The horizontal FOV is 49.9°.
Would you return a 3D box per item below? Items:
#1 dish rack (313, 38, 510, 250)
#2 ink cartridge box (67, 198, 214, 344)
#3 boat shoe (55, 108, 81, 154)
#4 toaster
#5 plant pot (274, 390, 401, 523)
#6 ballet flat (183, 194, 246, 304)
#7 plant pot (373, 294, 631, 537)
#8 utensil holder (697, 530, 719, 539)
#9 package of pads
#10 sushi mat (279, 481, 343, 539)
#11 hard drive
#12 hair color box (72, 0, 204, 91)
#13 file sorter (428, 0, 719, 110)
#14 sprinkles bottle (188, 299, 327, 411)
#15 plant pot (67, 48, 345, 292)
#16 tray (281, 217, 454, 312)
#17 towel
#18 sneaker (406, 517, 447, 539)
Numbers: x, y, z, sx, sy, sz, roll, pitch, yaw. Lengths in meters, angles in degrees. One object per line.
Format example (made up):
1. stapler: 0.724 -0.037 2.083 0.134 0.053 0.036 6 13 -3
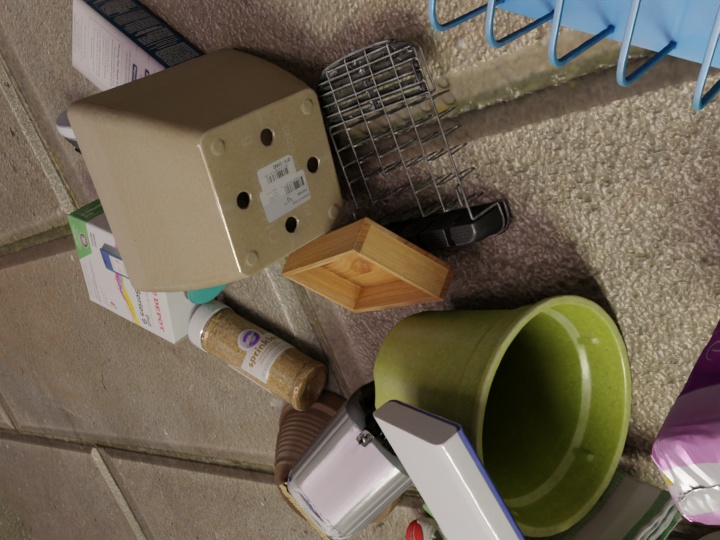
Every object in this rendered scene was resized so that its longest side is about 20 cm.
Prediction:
1. dish rack: 0.039 -0.109 0.719 0.152 0.054 0.202 -8 109 45
2. ink cartridge box: -0.305 -0.006 1.088 0.198 0.087 0.147 20 129 31
3. boat shoe: -0.325 -0.166 1.018 0.198 0.070 0.067 15 144 33
4. toaster: 0.006 0.203 0.838 0.114 0.200 0.129 44 105 10
5. plant pot: -0.050 0.268 1.029 0.199 0.092 0.203 25 132 31
6. ballet flat: -0.187 -0.036 0.987 0.201 0.067 0.064 -58 47 46
7. plant pot: 0.113 0.114 0.714 0.183 0.199 0.203 7 122 53
8. utensil holder: 0.340 0.351 0.659 0.168 0.169 0.203 14 125 36
9. package of pads: 0.280 0.072 0.501 0.076 0.200 0.120 54 143 -9
10. sushi mat: -0.061 0.285 0.910 0.096 0.012 0.200 46 164 6
11. hard drive: 0.090 0.200 0.611 0.202 0.025 0.132 60 163 -10
12. hair color box: -0.249 -0.233 0.899 0.199 0.060 0.101 40 138 16
13. file sorter: 0.155 -0.204 0.491 0.198 0.122 0.140 27 132 29
14. sprinkles bottle: -0.137 0.109 1.022 0.198 0.068 0.069 27 133 28
15. plant pot: -0.130 -0.095 0.758 0.176 0.199 0.203 12 125 46
16. tray: 0.000 0.000 0.767 0.098 0.037 0.199 28 164 -19
17. towel: 0.170 0.215 0.713 0.199 0.148 0.031 20 134 49
18. sneaker: 0.114 0.403 0.994 0.084 0.076 0.203 -2 109 56
